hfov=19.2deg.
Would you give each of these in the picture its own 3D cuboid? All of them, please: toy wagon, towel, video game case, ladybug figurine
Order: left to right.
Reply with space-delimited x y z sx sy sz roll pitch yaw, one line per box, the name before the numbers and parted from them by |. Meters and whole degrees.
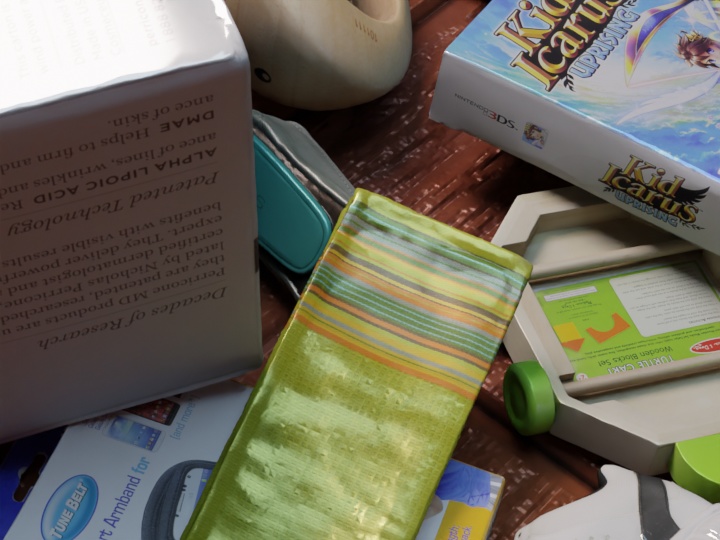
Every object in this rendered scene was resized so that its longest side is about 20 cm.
ladybug figurine | -0.038 -0.158 1.063 0.135 0.072 0.201 31 37 -41
towel | -0.001 0.056 0.849 0.085 0.018 0.201 20 55 9
toy wagon | 0.133 0.038 0.953 0.154 0.040 0.201 -10 50 -20
video game case | 0.158 -0.103 1.039 0.180 0.046 0.200 26 45 16

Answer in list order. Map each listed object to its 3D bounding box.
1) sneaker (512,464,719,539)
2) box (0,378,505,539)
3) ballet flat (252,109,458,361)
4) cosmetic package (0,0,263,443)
sneaker | 0.075 0.145 0.828 0.080 0.074 0.200 26 41 33
box | -0.052 0.103 0.854 0.199 0.042 0.119 20 46 5
ballet flat | 0.000 0.000 0.950 0.063 0.068 0.200 5 39 -51
cosmetic package | -0.138 -0.057 0.815 0.164 0.201 0.166 -15 58 -10
